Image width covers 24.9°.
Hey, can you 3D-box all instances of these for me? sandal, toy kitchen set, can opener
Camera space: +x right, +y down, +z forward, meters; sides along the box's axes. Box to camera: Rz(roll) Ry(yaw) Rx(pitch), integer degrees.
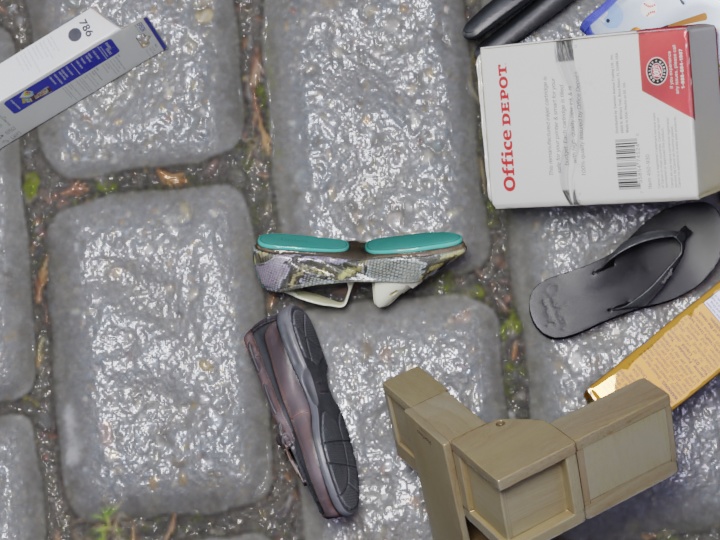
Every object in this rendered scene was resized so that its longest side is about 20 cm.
[{"bbox_3d":[0.249,0.005,1.490,0.199,0.043,0.077,-30,79,-1],"label":"sandal"},{"bbox_3d":[0.149,0.174,1.434,0.179,0.200,0.165,-23,119,-20],"label":"toy kitchen set"},{"bbox_3d":[0.181,-0.271,1.543,0.200,0.079,0.063,-45,118,0],"label":"can opener"}]

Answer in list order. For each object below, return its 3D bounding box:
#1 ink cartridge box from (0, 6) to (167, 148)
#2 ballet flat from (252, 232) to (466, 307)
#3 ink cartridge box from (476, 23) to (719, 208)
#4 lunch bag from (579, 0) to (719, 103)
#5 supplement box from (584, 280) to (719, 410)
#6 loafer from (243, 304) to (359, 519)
[{"bbox_3d":[-0.283,-0.189,1.540,0.199,0.099,0.039,-30,78,-2],"label":"ink cartridge box"},{"bbox_3d":[0.000,0.000,1.508,0.198,0.072,0.073,-1,80,5],"label":"ballet flat"},{"bbox_3d":[0.213,-0.135,1.441,0.198,0.083,0.149,-1,99,32],"label":"ink cartridge box"},{"bbox_3d":[0.323,-0.217,1.480,0.199,0.124,0.171,-37,81,4],"label":"lunch bag"},{"bbox_3d":[0.295,0.073,1.463,0.200,0.067,0.069,-40,79,-3],"label":"supplement box"},{"bbox_3d":[-0.054,0.134,1.488,0.062,0.072,0.202,-23,72,20],"label":"loafer"}]
